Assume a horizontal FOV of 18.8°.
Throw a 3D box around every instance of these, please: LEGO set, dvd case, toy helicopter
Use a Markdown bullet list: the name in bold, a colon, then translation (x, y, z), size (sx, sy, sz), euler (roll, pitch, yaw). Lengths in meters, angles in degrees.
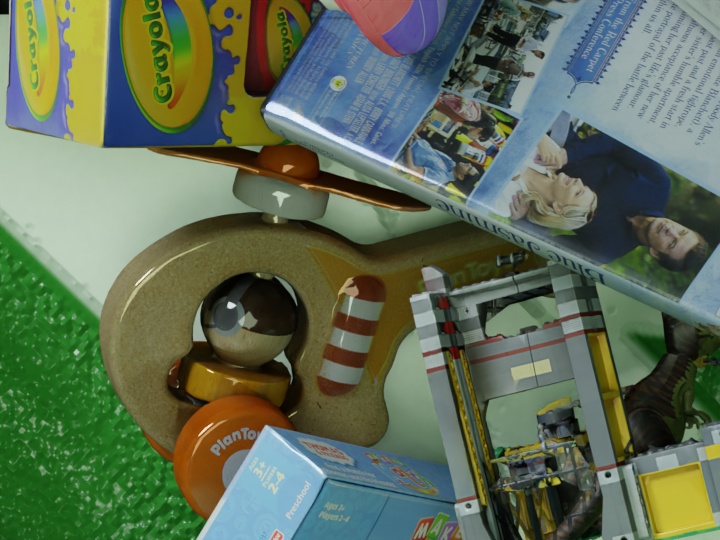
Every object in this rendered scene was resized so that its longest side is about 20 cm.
- **LEGO set**: translation (0.110, 0.029, 0.753), size (0.199, 0.153, 0.117), euler (-16, 85, 30)
- **dvd case**: translation (0.086, -0.067, 0.677), size (0.199, 0.018, 0.143), euler (25, 75, 23)
- **toy helicopter**: translation (0.000, 0.000, 0.799), size (0.199, 0.079, 0.133), euler (-18, 111, -13)

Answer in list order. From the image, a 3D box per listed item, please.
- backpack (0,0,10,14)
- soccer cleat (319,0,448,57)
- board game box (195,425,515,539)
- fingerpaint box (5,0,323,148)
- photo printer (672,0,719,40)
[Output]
- **backpack**: translation (-0.174, -0.201, 0.739), size (0.162, 0.154, 0.202), euler (9, 86, 6)
- **soccer cleat**: translation (0.002, -0.165, 0.647), size (0.076, 0.067, 0.201), euler (-13, 100, 17)
- **board game box**: translation (-0.036, 0.156, 0.790), size (0.037, 0.151, 0.201), euler (37, 99, 30)
- **fingerpaint box**: translation (-0.029, -0.145, 0.734), size (0.166, 0.073, 0.202), euler (-3, 101, -36)
- **photo printer**: translation (0.182, -0.135, 0.637), size (0.200, 0.070, 0.166), euler (-40, 62, -13)
